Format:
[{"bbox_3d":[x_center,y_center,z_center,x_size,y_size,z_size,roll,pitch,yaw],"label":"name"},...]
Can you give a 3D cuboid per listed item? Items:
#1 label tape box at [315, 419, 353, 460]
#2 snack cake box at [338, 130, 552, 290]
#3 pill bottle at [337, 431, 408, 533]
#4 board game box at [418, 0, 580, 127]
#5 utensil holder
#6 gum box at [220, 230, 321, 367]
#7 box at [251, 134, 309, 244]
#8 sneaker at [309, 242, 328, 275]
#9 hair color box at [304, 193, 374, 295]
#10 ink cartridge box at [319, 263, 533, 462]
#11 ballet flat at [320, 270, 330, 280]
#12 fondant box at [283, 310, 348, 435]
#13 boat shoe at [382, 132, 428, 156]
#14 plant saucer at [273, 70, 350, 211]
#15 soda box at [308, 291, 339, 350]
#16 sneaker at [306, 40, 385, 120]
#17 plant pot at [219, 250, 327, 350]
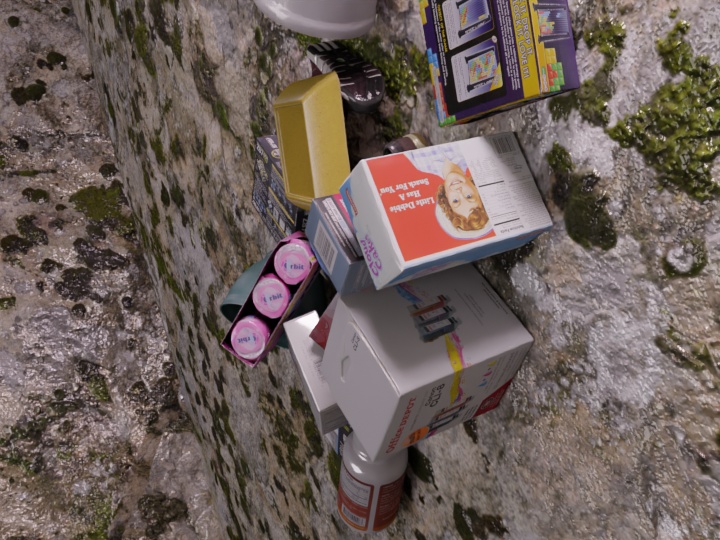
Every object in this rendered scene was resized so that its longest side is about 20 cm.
[{"bbox_3d":[-0.024,0.237,1.182,0.144,0.062,0.204,42,138,46],"label":"label tape box"},{"bbox_3d":[0.090,-0.065,0.677,0.067,0.196,0.117,-40,68,60],"label":"snack cake box"},{"bbox_3d":[0.021,0.333,1.092,0.112,0.110,0.203,46,140,43],"label":"pill bottle"},{"bbox_3d":[0.130,-0.265,0.664,0.164,0.056,0.205,1,103,60],"label":"board game box"},{"bbox_3d":[-0.038,-0.417,0.792,0.171,0.167,0.202,58,146,30],"label":"utensil holder"},{"bbox_3d":[-0.127,0.036,1.013,0.065,0.114,0.202,32,104,3],"label":"gum box"},{"bbox_3d":[-0.151,-0.138,1.264,0.201,0.048,0.163,54,147,37],"label":"box"},{"bbox_3d":[0.000,0.000,0.975,0.077,0.070,0.202,-30,98,22],"label":"sneaker"},{"bbox_3d":[0.045,-0.049,0.770,0.100,0.196,0.061,58,148,28],"label":"hair color box"},{"bbox_3d":[0.073,0.104,0.790,0.146,0.196,0.147,55,146,33],"label":"ink cartridge box"},{"bbox_3d":[-0.037,-0.016,1.093,0.199,0.067,0.077,7,118,57],"label":"ballet flat"},{"bbox_3d":[-0.066,0.168,1.039,0.201,0.057,0.146,98,149,-66],"label":"fondant box"},{"bbox_3d":[0.054,-0.080,0.882,0.071,0.065,0.205,34,131,52],"label":"boat shoe"},{"bbox_3d":[-0.077,-0.175,0.952,0.199,0.047,0.205,-158,57,-64],"label":"plant saucer"},{"bbox_3d":[0.005,0.035,0.893,0.063,0.070,0.201,38,131,3],"label":"soda box"},{"bbox_3d":[-0.020,-0.247,0.955,0.201,0.074,0.117,-121,24,-45],"label":"sneaker"},{"bbox_3d":[-0.142,0.049,1.201,0.200,0.198,0.136,-27,37,62],"label":"plant pot"}]
